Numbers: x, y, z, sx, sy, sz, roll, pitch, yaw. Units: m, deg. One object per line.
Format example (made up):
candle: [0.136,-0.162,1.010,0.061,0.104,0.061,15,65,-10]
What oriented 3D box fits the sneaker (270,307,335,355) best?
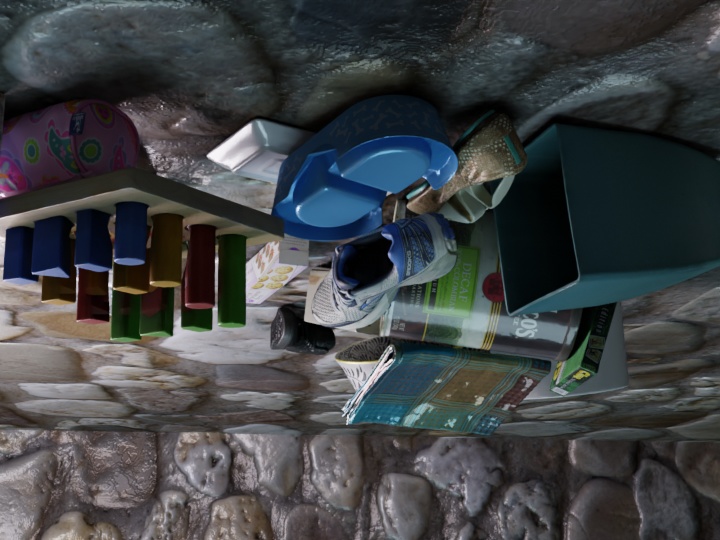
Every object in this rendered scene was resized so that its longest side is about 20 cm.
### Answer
sneaker: [-0.084,0.097,1.646,0.103,0.061,0.200,4,169,-10]

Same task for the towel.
towel: [0.095,0.134,1.175,0.197,0.022,0.147,9,138,-24]

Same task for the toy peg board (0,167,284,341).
toy peg board: [-0.200,-0.002,0.921,0.198,0.099,0.198,-9,166,31]

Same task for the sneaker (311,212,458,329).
sneaker: [0.000,0.000,1.021,0.084,0.078,0.200,-5,157,-40]

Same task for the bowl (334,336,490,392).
bowl: [0.073,0.130,1.284,0.198,0.096,0.201,-10,-174,1]

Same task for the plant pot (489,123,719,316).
plant pot: [0.247,-0.044,1.004,0.197,0.143,0.141,-1,166,-20]

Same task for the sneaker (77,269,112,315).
sneaker: [-0.279,0.011,1.288,0.074,0.088,0.199,15,157,-38]

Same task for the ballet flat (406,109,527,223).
ballet flat: [0.096,-0.078,0.982,0.070,0.066,0.200,-37,177,-19]

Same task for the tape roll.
tape roll: [0.239,0.086,1.371,0.199,0.141,0.203,-6,178,0]

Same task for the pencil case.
pencil case: [-0.286,-0.091,0.928,0.198,0.089,0.087,-8,163,30]

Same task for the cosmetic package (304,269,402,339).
cosmetic package: [0.009,0.040,1.318,0.104,0.072,0.200,8,178,-22]

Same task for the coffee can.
coffee can: [0.126,0.010,1.125,0.197,0.149,0.147,7,164,1]

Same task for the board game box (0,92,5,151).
board game box: [-0.401,-0.064,0.885,0.198,0.162,0.096,-10,162,34]

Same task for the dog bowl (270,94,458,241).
dog bowl: [-0.001,-0.090,0.945,0.110,0.050,0.199,14,150,-36]

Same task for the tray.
tray: [-0.038,-0.098,1.020,0.198,0.023,0.107,10,160,-32]

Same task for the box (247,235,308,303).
box: [-0.114,0.000,1.331,0.041,0.039,0.200,8,163,-21]

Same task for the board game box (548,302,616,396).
board game box: [0.251,0.028,1.129,0.023,0.202,0.105,22,160,-2]
